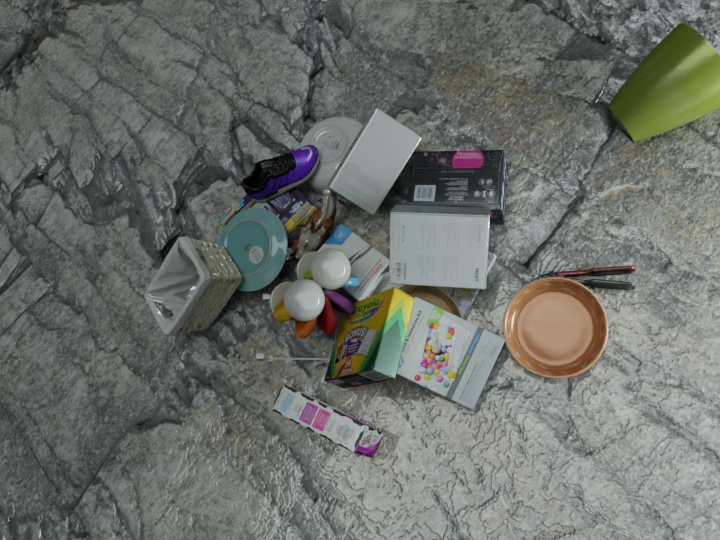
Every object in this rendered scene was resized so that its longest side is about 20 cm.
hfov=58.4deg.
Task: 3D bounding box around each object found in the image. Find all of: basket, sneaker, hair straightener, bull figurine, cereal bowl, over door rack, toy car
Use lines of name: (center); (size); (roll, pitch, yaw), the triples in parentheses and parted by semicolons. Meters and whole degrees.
basket: (-0.384, 0.037, 1.487); (0.200, 0.123, 0.136); (-51, 61, 26)
sneaker: (-0.190, -0.232, 1.494); (0.200, 0.099, 0.070); (-33, 63, 13)
hair straightener: (0.447, 0.032, 1.296); (0.199, 0.041, 0.077); (-1, 71, 18)
bull figurine: (-0.105, -0.088, 1.454); (0.065, 0.121, 0.200); (31, 120, 2)
cereal bowl: (-0.066, -0.287, 1.554); (0.199, 0.083, 0.201); (-6, 69, 17)
over door rack: (-0.123, 0.132, 1.425); (0.199, 0.067, 0.148); (3, 72, -3)
toy car: (-0.082, 0.053, 1.340); (0.150, 0.175, 0.200); (44, 73, -14)

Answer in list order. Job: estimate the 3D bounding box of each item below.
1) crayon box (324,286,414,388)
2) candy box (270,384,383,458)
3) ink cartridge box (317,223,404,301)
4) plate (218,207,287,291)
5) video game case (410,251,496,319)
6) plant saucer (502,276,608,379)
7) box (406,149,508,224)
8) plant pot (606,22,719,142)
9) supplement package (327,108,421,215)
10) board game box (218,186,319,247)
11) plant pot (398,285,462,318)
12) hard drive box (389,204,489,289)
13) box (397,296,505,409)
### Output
crayon box: (0.015, 0.141, 1.307); (0.200, 0.058, 0.173); (-26, 44, 55)
candy box: (-0.066, 0.308, 1.316); (0.199, 0.136, 0.061); (21, 77, 23)
ink cartridge box: (0.000, 0.000, 1.440); (0.200, 0.067, 0.116); (37, 85, 25)
plate: (-0.260, -0.052, 1.504); (0.200, 0.026, 0.201); (-5, 79, 25)
video game case: (0.186, 0.027, 1.396); (0.143, 0.018, 0.200); (25, 81, 24)
plant saucer: (0.385, 0.114, 1.278); (0.199, 0.037, 0.201); (-3, 80, 20)
box: (0.215, -0.178, 1.406); (0.199, 0.115, 0.133); (3, 74, 20)
plant pot: (0.619, -0.361, 1.319); (0.200, 0.187, 0.187); (-37, 64, 19)
supplement package: (0.028, -0.243, 1.445); (0.121, 0.120, 0.200); (32, 96, -9)
board game box: (-0.220, -0.127, 1.563); (0.200, 0.057, 0.165); (-44, 66, 0)
plant pot: (0.123, 0.128, 1.363); (0.199, 0.027, 0.201); (-4, 80, 22)
hard drive box: (0.163, -0.050, 1.327); (0.199, 0.077, 0.156); (4, 108, 11)
box: (0.166, 0.163, 1.291); (0.200, 0.041, 0.156); (26, 89, 1)
